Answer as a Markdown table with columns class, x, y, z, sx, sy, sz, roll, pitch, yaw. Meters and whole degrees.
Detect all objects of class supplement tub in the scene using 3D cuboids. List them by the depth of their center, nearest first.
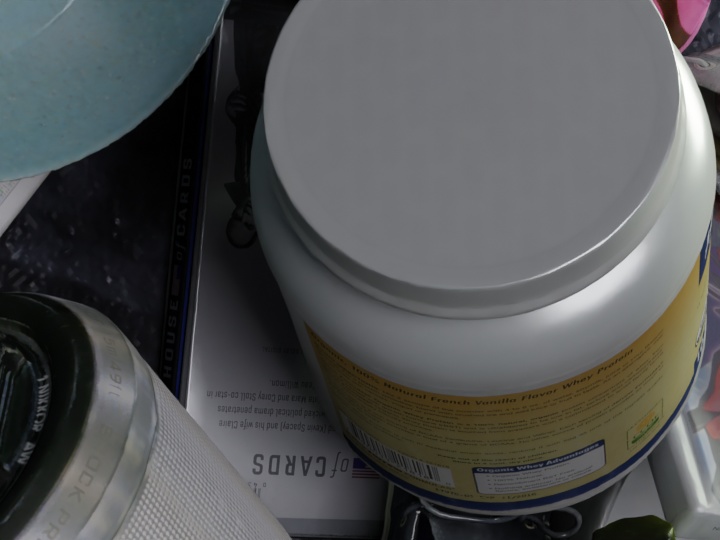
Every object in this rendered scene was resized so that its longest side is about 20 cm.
| class | x | y | z | sx | sy | sz | roll | pitch | yaw |
| --- | --- | --- | --- | --- | --- | --- | --- | --- | --- |
| supplement tub | 0.042 | -0.014 | 0.808 | 0.144 | 0.200 | 0.144 | -2 | 68 | 5 |

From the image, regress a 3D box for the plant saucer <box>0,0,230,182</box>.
| class | x | y | z | sx | sy | sz | roll | pitch | yaw |
| --- | --- | --- | --- | --- | --- | --- | --- | --- | --- |
| plant saucer | -0.132 | -0.128 | 0.803 | 0.201 | 0.039 | 0.201 | -2 | 93 | -30 |

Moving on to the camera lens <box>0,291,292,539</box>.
| class | x | y | z | sx | sy | sz | roll | pitch | yaw |
| --- | --- | --- | --- | --- | --- | --- | --- | --- | --- |
| camera lens | -0.098 | 0.119 | 0.796 | 0.160 | 0.160 | 0.200 | -49 | 126 | -18 |

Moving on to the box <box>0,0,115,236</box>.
| class | x | y | z | sx | sy | sz | roll | pitch | yaw |
| --- | --- | --- | --- | --- | --- | --- | --- | --- | --- |
| box | -0.155 | -0.085 | 0.835 | 0.144 | 0.036 | 0.200 | 44 | 72 | -24 |

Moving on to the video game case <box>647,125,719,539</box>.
| class | x | y | z | sx | sy | sz | roll | pitch | yaw |
| --- | --- | --- | --- | --- | --- | --- | --- | --- | --- |
| video game case | 0.174 | 0.017 | 0.959 | 0.182 | 0.023 | 0.200 | 6 | 52 | -26 |

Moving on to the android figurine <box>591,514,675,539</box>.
| class | x | y | z | sx | sy | sz | roll | pitch | yaw |
| --- | --- | --- | --- | --- | --- | --- | --- | --- | --- |
| android figurine | 0.090 | 0.191 | 0.872 | 0.182 | 0.041 | 0.200 | -21 | 110 | -23 |

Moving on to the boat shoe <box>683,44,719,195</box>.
| class | x | y | z | sx | sy | sz | roll | pitch | yaw |
| --- | --- | --- | --- | --- | --- | --- | --- | --- | --- |
| boat shoe | 0.186 | -0.010 | 0.923 | 0.065 | 0.074 | 0.202 | -15 | 58 | -37 |

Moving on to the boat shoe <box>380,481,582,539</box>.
| class | x | y | z | sx | sy | sz | roll | pitch | yaw |
| --- | --- | --- | --- | --- | --- | --- | --- | --- | --- |
| boat shoe | 0.041 | 0.094 | 0.914 | 0.075 | 0.062 | 0.200 | 23 | 81 | -28 |

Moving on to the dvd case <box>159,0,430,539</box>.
| class | x | y | z | sx | sy | sz | roll | pitch | yaw |
| --- | --- | --- | --- | --- | --- | --- | --- | --- | --- |
| dvd case | 0.000 | 0.000 | 0.932 | 0.150 | 0.025 | 0.200 | 5 | 92 | -29 |

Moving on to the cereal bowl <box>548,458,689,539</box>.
| class | x | y | z | sx | sy | sz | roll | pitch | yaw |
| --- | --- | --- | --- | --- | --- | --- | --- | --- | --- |
| cereal bowl | 0.147 | 0.136 | 0.984 | 0.200 | 0.083 | 0.200 | 2 | 85 | -28 |

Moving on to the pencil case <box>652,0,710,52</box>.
| class | x | y | z | sx | sy | sz | roll | pitch | yaw |
| --- | --- | --- | --- | --- | --- | --- | --- | --- | --- |
| pencil case | 0.034 | -0.124 | 0.832 | 0.200 | 0.094 | 0.091 | 9 | 98 | -38 |
